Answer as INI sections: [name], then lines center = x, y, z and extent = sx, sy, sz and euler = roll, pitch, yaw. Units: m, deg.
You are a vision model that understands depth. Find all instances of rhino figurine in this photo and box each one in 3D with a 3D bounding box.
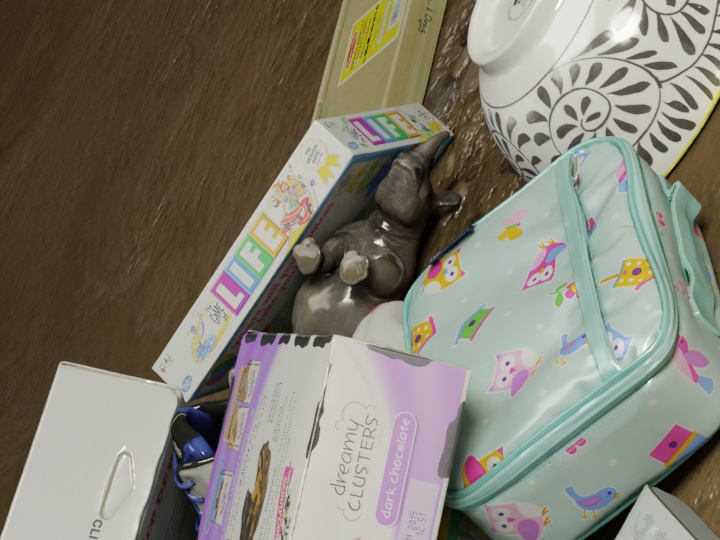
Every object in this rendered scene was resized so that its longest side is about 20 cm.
[rhino figurine]
center = 0.000, 0.000, 1.539
extent = 0.060, 0.087, 0.201
euler = 35, 101, 25

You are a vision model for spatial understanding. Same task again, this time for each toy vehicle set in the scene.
[toy vehicle set]
center = 0.016, -0.159, 1.757
extent = 0.124, 0.026, 0.201
euler = -35, 36, 54

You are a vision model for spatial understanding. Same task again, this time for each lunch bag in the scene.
[lunch bag]
center = 0.100, 0.030, 1.227
extent = 0.160, 0.077, 0.201
euler = -41, 30, 22

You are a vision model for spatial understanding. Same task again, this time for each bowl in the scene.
[bowl]
center = 0.119, -0.131, 1.375
extent = 0.201, 0.094, 0.202
euler = -51, 24, 34

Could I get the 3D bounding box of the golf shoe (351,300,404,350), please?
[golf shoe]
center = 0.045, 0.074, 1.372
extent = 0.091, 0.075, 0.201
euler = -39, 31, 20

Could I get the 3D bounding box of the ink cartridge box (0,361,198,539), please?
[ink cartridge box]
center = -0.154, 0.165, 1.582
extent = 0.200, 0.083, 0.145
euler = 82, -157, -64

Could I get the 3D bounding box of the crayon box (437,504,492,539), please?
[crayon box]
center = 0.012, 0.228, 1.227
extent = 0.173, 0.058, 0.201
euler = -51, 17, 39

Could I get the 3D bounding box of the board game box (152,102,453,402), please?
[board game box]
center = -0.035, -0.013, 1.589
extent = 0.201, 0.034, 0.134
euler = -55, -18, 24

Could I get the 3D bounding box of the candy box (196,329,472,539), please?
[candy box]
center = -0.023, 0.118, 1.218
extent = 0.200, 0.071, 0.169
euler = 178, 105, -75

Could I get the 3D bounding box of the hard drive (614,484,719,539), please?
[hard drive]
center = 0.106, 0.207, 1.110
extent = 0.201, 0.026, 0.132
euler = -62, 20, 9

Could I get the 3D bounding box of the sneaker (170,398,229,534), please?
[sneaker]
center = -0.076, 0.137, 1.511
extent = 0.200, 0.115, 0.081
euler = -56, 21, 21
